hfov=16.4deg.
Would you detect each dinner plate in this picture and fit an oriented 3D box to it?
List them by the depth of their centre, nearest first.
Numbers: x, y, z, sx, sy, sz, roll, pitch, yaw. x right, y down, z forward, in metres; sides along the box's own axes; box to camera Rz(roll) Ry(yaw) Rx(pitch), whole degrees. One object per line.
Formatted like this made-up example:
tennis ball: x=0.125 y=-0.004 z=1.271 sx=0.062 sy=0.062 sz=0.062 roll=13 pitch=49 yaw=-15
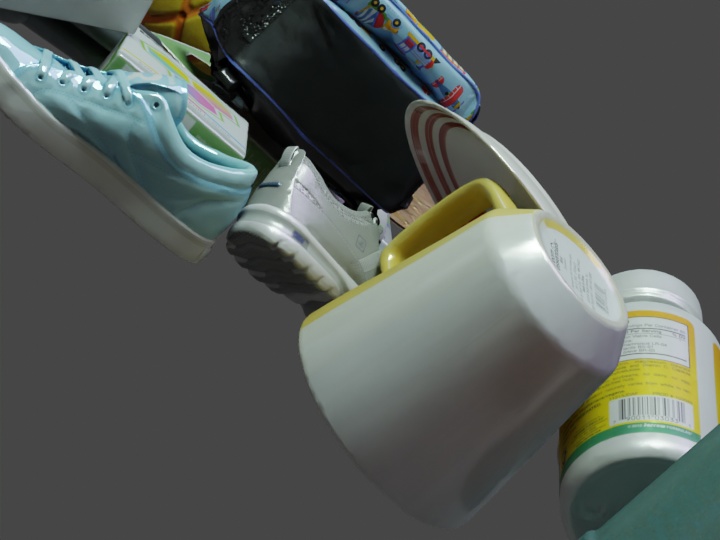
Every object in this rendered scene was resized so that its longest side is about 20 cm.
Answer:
dinner plate: x=0.096 y=-0.029 z=1.573 sx=0.200 sy=0.024 sz=0.200 roll=51 pitch=-11 yaw=14

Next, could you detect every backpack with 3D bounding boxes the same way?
backpack: x=-0.024 y=-0.146 z=1.781 sx=0.183 sy=0.135 sz=0.200 roll=44 pitch=3 yaw=-22

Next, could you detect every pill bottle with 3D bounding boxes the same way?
pill bottle: x=0.184 y=0.092 z=1.627 sx=0.113 sy=0.113 sz=0.201 roll=39 pitch=31 yaw=-23

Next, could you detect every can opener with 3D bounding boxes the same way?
can opener: x=-0.213 y=-0.174 z=1.695 sx=0.200 sy=0.052 sz=0.067 roll=31 pitch=48 yaw=-47

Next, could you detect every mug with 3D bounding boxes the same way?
mug: x=0.060 y=0.029 z=1.427 sx=0.149 sy=0.153 sz=0.187 roll=12 pitch=44 yaw=-58

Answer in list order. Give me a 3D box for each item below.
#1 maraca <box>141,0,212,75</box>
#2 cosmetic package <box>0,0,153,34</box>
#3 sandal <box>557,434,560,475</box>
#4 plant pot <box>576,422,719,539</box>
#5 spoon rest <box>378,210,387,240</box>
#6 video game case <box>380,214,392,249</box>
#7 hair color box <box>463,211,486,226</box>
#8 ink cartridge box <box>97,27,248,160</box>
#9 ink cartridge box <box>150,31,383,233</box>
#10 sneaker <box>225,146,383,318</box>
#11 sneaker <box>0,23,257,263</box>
maraca: x=-0.106 y=-0.188 z=1.982 sx=0.200 sy=0.107 sz=0.137 roll=41 pitch=-31 yaw=-14
cosmetic package: x=-0.224 y=-0.202 z=1.561 sx=0.199 sy=0.051 sz=0.083 roll=7 pitch=31 yaw=-47
sandal: x=0.163 y=0.124 z=1.722 sx=0.080 sy=0.054 sz=0.201 roll=11 pitch=59 yaw=-38
plant pot: x=0.231 y=0.181 z=1.458 sx=0.200 sy=0.196 sz=0.200 roll=42 pitch=8 yaw=-7
spoon rest: x=-0.030 y=-0.099 z=1.945 sx=0.099 sy=0.060 sz=0.201 roll=33 pitch=-34 yaw=52
video game case: x=-0.030 y=-0.077 z=2.123 sx=0.143 sy=0.018 sz=0.200 roll=41 pitch=9 yaw=-8
hair color box: x=0.078 y=0.040 z=1.634 sx=0.102 sy=0.061 sz=0.200 roll=50 pitch=-14 yaw=20
ink cartridge box: x=-0.130 y=-0.102 z=1.640 sx=0.104 sy=0.059 sz=0.200 roll=40 pitch=8 yaw=-9
ink cartridge box: x=-0.079 y=-0.086 z=1.846 sx=0.200 sy=0.048 sz=0.145 roll=43 pitch=8 yaw=12
sneaker: x=0.000 y=0.000 z=1.551 sx=0.074 sy=0.082 sz=0.200 roll=7 pitch=-27 yaw=37
sneaker: x=-0.145 y=-0.096 z=1.466 sx=0.200 sy=0.082 sz=0.074 roll=40 pitch=8 yaw=-21
